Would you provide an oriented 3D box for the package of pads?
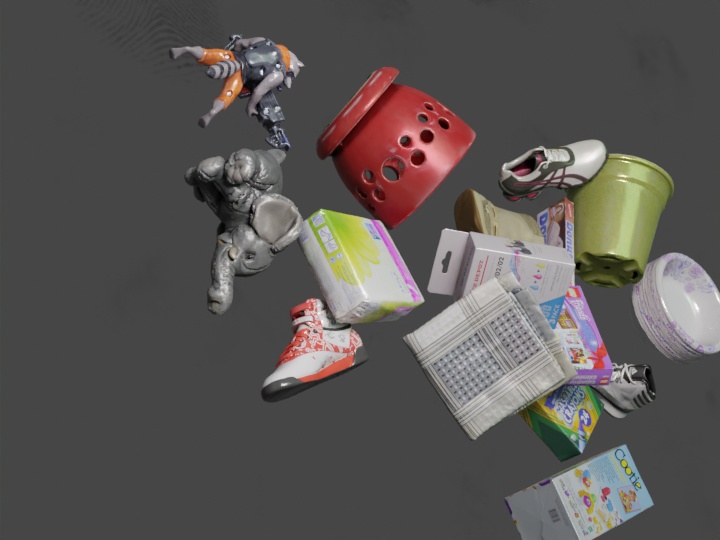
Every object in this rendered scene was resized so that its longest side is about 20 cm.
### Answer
[{"bbox_3d":[0.000,0.000,1.629,0.200,0.068,0.155,6,55,-63],"label":"package of pads"}]

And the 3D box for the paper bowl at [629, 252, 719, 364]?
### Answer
[{"bbox_3d":[0.576,0.077,2.119,0.201,0.104,0.201,23,52,-32],"label":"paper bowl"}]

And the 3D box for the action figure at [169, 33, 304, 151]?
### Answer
[{"bbox_3d":[-0.158,-0.270,1.675,0.193,0.105,0.200,-26,82,-38],"label":"action figure"}]

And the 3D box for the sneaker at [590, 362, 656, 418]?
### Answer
[{"bbox_3d":[0.413,0.161,1.912,0.200,0.115,0.076,36,46,-20],"label":"sneaker"}]

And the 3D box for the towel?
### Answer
[{"bbox_3d":[0.195,0.125,1.706,0.193,0.200,0.035,57,-1,1],"label":"towel"}]

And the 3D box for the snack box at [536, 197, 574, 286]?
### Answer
[{"bbox_3d":[0.337,-0.030,1.993,0.024,0.072,0.200,28,49,-26],"label":"snack box"}]

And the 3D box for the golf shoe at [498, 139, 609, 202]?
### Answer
[{"bbox_3d":[0.337,-0.181,1.997,0.088,0.200,0.077,59,10,-64],"label":"golf shoe"}]

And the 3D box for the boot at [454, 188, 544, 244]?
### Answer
[{"bbox_3d":[0.236,-0.030,1.900,0.155,0.073,0.200,19,46,-30],"label":"boot"}]

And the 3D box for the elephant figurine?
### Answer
[{"bbox_3d":[-0.151,-0.055,1.548,0.142,0.155,0.200,53,19,-88],"label":"elephant figurine"}]

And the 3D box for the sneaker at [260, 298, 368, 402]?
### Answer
[{"bbox_3d":[-0.080,0.102,1.541,0.201,0.067,0.108,-17,77,-50],"label":"sneaker"}]

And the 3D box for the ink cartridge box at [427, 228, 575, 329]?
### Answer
[{"bbox_3d":[0.213,0.013,1.764,0.200,0.115,0.068,9,23,-8],"label":"ink cartridge box"}]

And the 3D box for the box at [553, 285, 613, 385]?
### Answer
[{"bbox_3d":[0.305,0.101,1.820,0.137,0.039,0.200,0,39,-8],"label":"box"}]

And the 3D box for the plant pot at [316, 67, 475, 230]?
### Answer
[{"bbox_3d":[0.044,-0.189,1.740,0.182,0.200,0.200,39,45,-7],"label":"plant pot"}]

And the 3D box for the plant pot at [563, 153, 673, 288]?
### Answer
[{"bbox_3d":[0.449,-0.077,2.056,0.200,0.200,0.184,28,61,-27],"label":"plant pot"}]

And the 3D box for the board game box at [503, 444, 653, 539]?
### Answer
[{"bbox_3d":[0.330,0.348,1.731,0.200,0.103,0.105,-11,73,-45],"label":"board game box"}]

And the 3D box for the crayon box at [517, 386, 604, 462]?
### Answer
[{"bbox_3d":[0.294,0.189,1.835,0.200,0.052,0.126,48,43,-8],"label":"crayon box"}]
